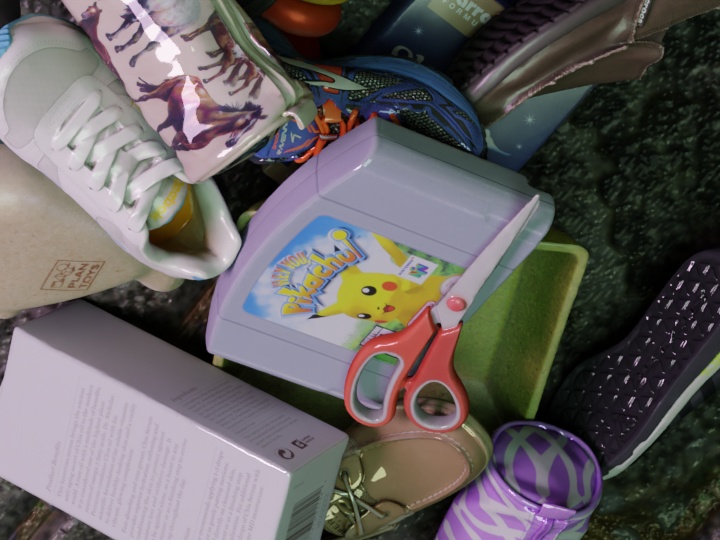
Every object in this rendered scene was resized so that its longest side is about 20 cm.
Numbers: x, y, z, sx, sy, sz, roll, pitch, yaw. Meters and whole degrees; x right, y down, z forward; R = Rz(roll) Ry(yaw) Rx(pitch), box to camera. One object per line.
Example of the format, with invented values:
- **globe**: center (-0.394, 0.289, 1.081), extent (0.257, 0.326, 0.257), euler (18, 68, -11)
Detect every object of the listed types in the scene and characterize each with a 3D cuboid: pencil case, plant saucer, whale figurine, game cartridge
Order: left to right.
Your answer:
- **whale figurine**: center (-0.185, -0.038, 1.447), extent (0.200, 0.104, 0.159), euler (5, 140, -29)
- **pencil case**: center (-0.103, -0.140, 1.287), extent (0.200, 0.078, 0.089), euler (55, 136, 2)
- **game cartridge**: center (0.000, 0.000, 1.385), extent (0.133, 0.040, 0.200), euler (23, 135, -18)
- **plant saucer**: center (0.017, 0.023, 1.475), extent (0.200, 0.048, 0.200), euler (6, 139, -7)
- **pencil case**: center (0.084, 0.184, 1.542), extent (0.084, 0.086, 0.200), euler (14, 128, -5)

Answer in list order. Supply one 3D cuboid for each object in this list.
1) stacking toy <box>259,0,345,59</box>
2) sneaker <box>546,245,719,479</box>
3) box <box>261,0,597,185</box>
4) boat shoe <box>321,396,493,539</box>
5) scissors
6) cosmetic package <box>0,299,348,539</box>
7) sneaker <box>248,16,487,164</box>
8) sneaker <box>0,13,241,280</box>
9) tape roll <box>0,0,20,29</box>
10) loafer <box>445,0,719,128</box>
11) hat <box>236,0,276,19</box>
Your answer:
- **stacking toy**: center (-0.021, -0.181, 1.392), extent (0.085, 0.085, 0.200), euler (16, 119, -10)
- **sneaker**: center (0.198, 0.064, 1.520), extent (0.083, 0.072, 0.200), euler (9, 136, -41)
- **box**: center (0.050, -0.101, 1.456), extent (0.121, 0.032, 0.200), euler (35, 108, -18)
- **boat shoe**: center (-0.003, 0.134, 1.500), extent (0.200, 0.065, 0.071), euler (-27, 110, 42)
- **scissors**: center (0.042, 0.023, 1.373), extent (0.073, 0.014, 0.200), euler (16, 134, -1)
- **cosmetic package**: center (-0.116, 0.107, 1.472), extent (0.200, 0.071, 0.101), euler (26, 117, 21)
- **sneaker**: center (-0.028, -0.082, 1.364), extent (0.200, 0.078, 0.075), euler (16, 124, 6)
- **sneaker**: center (-0.131, -0.065, 1.327), extent (0.077, 0.081, 0.200), euler (-50, 139, -3)
- **tape roll**: center (-0.248, -0.199, 1.298), extent (0.066, 0.200, 0.200), euler (-21, 115, 7)
- **loafer**: center (0.138, -0.131, 1.398), extent (0.200, 0.073, 0.071), euler (-32, 109, -5)
- **hat**: center (-0.095, -0.228, 1.351), extent (0.200, 0.081, 0.201), euler (4, 104, 18)
